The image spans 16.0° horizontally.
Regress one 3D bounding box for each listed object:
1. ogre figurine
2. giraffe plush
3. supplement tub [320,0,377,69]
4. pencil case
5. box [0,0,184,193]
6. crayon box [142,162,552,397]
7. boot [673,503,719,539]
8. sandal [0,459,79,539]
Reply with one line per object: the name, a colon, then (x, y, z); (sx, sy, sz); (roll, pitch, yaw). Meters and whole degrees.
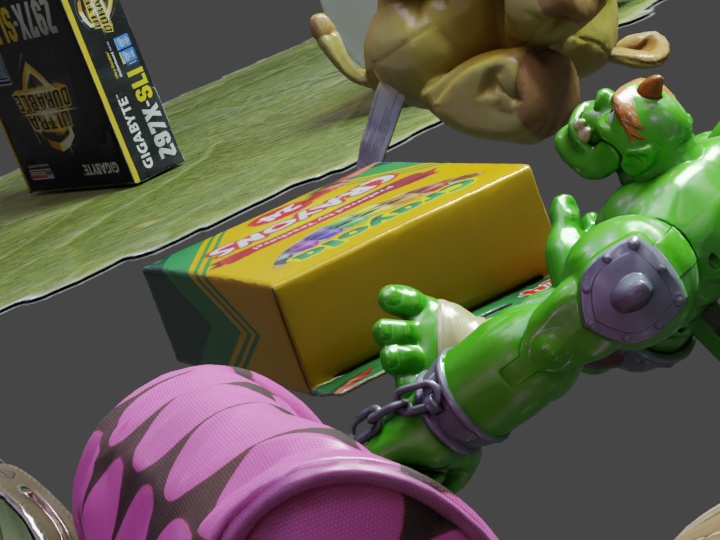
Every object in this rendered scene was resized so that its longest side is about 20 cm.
ogre figurine: (0.088, -0.002, 0.830); (0.199, 0.099, 0.120); (-11, -17, -43)
giraffe plush: (0.090, -0.144, 1.427); (0.162, 0.173, 0.200); (-18, -29, -44)
supplement tub: (0.081, -0.215, 1.707); (0.199, 0.146, 0.144); (-30, 14, -39)
pencil case: (-0.019, 0.078, 0.657); (0.091, 0.093, 0.200); (-66, 15, 1)
box: (-0.217, -0.140, 1.868); (0.049, 0.161, 0.200); (-26, 13, -27)
crayon box: (0.000, 0.000, 1.078); (0.126, 0.051, 0.200); (-25, 12, -21)
boot: (0.082, 0.092, 0.427); (0.155, 0.073, 0.199); (-25, 17, -35)
sandal: (-0.109, 0.092, 0.787); (0.057, 0.080, 0.201); (-7, 10, -2)
